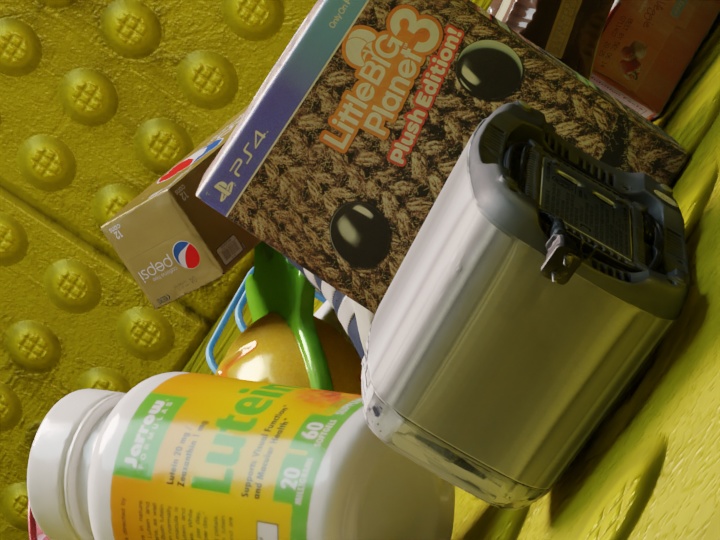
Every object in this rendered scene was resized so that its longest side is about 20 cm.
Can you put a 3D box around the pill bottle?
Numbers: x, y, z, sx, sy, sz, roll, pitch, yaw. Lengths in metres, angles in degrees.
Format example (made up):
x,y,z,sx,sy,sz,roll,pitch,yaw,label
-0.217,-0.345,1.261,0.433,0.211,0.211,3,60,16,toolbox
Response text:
x,y,z,sx,sy,sz,roll,pitch,yaw,label
-0.063,0.109,1.326,0.200,0.111,0.111,6,51,34,pill bottle

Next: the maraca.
x,y,z,sx,sy,sz,roll,pitch,yaw,label
-0.042,0.076,1.648,0.137,0.107,0.201,171,94,-67,maraca

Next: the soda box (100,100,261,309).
x,y,z,sx,sy,sz,roll,pitch,yaw,label
-0.072,-0.057,1.681,0.068,0.064,0.200,-26,11,40,soda box

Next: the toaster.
x,y,z,sx,sy,sz,roll,pitch,yaw,label
0.072,0.018,1.195,0.129,0.113,0.200,-59,7,18,toaster

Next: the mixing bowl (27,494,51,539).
x,y,z,sx,sy,sz,roll,pitch,yaw,label
-0.076,0.152,1.475,0.108,0.200,0.200,-25,22,29,mixing bowl

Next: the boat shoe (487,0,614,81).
x,y,z,sx,sy,sz,roll,pitch,yaw,label
0.092,-0.112,1.494,0.203,0.075,0.075,-62,8,-3,boat shoe

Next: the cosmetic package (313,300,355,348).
x,y,z,sx,sy,sz,roll,pitch,yaw,label
0.019,0.037,1.694,0.051,0.082,0.200,-60,7,-31,cosmetic package

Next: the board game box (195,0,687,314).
x,y,z,sx,sy,sz,roll,pitch,yaw,label
0.041,-0.055,1.402,0.160,0.200,0.097,-57,5,7,board game box

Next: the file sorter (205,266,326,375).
x,y,z,sx,sy,sz,roll,pitch,yaw,label
0.000,0.004,1.840,0.200,0.123,0.139,-52,8,41,file sorter

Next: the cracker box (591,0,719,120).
x,y,z,sx,sy,sz,roll,pitch,yaw,label
0.162,-0.148,1.610,0.134,0.058,0.200,-59,6,-9,cracker box

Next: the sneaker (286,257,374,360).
x,y,z,sx,sy,sz,roll,pitch,yaw,label
0.000,0.000,1.511,0.075,0.201,0.084,-26,7,-30,sneaker
